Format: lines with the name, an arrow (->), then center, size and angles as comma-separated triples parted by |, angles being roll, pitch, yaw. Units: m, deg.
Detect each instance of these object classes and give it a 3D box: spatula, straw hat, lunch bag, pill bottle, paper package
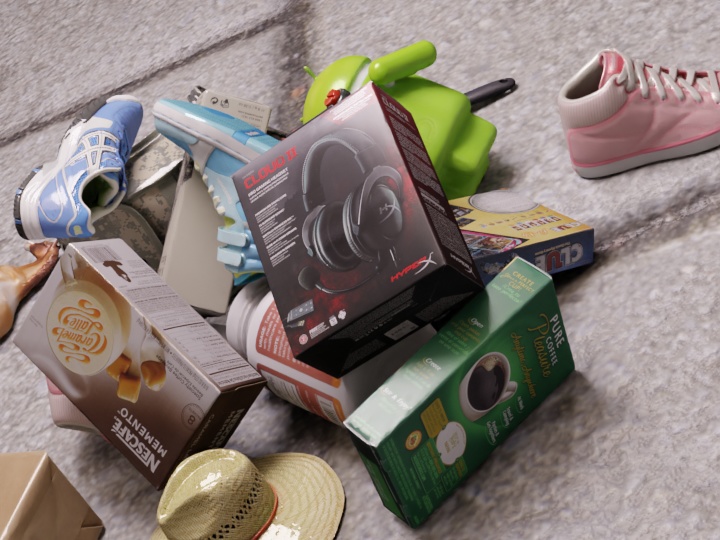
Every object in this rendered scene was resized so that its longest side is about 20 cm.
spatula -> 0.074, -0.158, 1.688 | 0.198, 0.021, 0.057 | -27, 33, 3
straw hat -> -0.120, 0.197, 1.322 | 0.199, 0.086, 0.202 | -19, 36, 14
lunch bag -> -0.197, -0.038, 1.607 | 0.199, 0.165, 0.117 | -38, 32, -11
pill bottle -> -0.028, 0.069, 1.394 | 0.112, 0.113, 0.199 | -45, 37, -21
paper package -> -0.356, 0.262, 1.399 | 0.198, 0.104, 0.192 | -6, 42, 29

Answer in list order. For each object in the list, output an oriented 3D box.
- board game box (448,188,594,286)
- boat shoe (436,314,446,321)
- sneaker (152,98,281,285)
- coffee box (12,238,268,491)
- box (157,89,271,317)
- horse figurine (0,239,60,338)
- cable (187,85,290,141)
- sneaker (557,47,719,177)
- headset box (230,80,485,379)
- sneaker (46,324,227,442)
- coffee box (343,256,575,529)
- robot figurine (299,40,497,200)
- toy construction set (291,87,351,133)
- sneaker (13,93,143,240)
board game box -> 0.089, -0.022, 1.413 | 0.198, 0.035, 0.135 | -14, 25, -29
boat shoe -> 0.000, 0.000, 1.485 | 0.066, 0.074, 0.199 | -25, 29, -29
sneaker -> -0.119, -0.064, 1.422 | 0.199, 0.132, 0.079 | 29, 15, 19
coffee box -> -0.195, 0.079, 1.400 | 0.200, 0.079, 0.115 | 42, 112, 19
box -> -0.141, -0.061, 1.500 | 0.082, 0.068, 0.203 | 163, 120, -76
horse figurine -> -0.422, 0.034, 1.773 | 0.131, 0.050, 0.201 | 2, 35, 14
cable -> -0.092, -0.148, 1.664 | 0.050, 0.199, 0.097 | -45, 27, 16
sneaker -> 0.276, -0.162, 1.474 | 0.198, 0.105, 0.076 | -17, 34, 16
headset box -> -0.008, -0.040, 1.284 | 0.148, 0.077, 0.202 | -31, 61, 18
sneaker -> -0.200, 0.109, 1.504 | 0.197, 0.075, 0.106 | -4, 74, 1
coffee box -> 0.083, 0.097, 1.265 | 0.200, 0.124, 0.044 | -43, 49, -17
robot figurine -> 0.031, -0.139, 1.571 | 0.198, 0.176, 0.116 | 22, 51, 9
toy construction set -> -0.027, -0.087, 1.472 | 0.199, 0.092, 0.132 | -28, 37, 29
sneaker -> -0.250, -0.094, 1.520 | 0.076, 0.076, 0.201 | 9, 47, 20
